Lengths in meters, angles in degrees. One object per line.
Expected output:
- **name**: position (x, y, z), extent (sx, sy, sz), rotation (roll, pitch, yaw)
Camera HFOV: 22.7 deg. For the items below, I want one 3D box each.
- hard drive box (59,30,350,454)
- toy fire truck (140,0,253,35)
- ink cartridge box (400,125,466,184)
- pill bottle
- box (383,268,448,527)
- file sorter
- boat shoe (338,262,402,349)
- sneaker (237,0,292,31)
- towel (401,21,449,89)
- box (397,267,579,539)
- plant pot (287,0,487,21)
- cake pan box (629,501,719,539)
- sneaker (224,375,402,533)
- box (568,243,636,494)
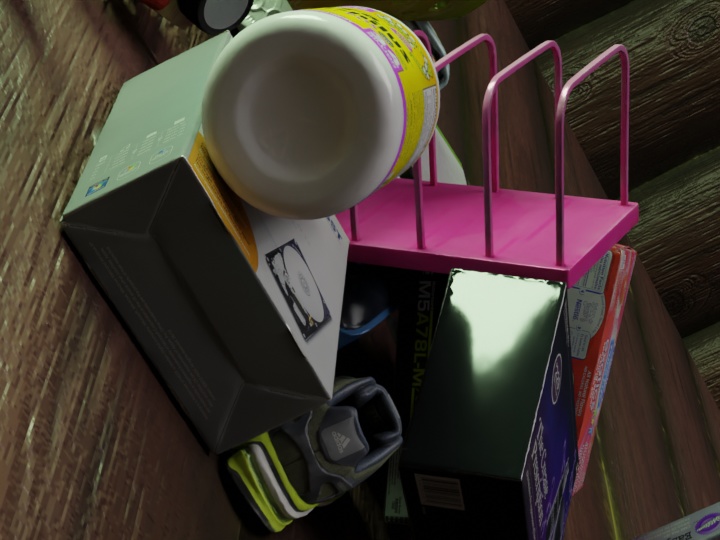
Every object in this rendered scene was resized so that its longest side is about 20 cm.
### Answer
- **hard drive box**: position (-0.078, -0.022, 0.994), extent (0.157, 0.076, 0.200), rotation (59, 14, -22)
- **toy fire truck**: position (-0.125, -0.268, 1.086), extent (0.129, 0.176, 0.200), rotation (43, 8, 34)
- **ink cartridge box**: position (0.038, -0.057, 1.491), extent (0.148, 0.075, 0.201), rotation (53, 19, -40)
- **pill bottle**: position (-0.013, -0.091, 0.977), extent (0.105, 0.104, 0.200), rotation (63, 13, -4)
- **box**: position (0.072, 0.083, 1.266), extent (0.193, 0.047, 0.202), rotation (25, 68, -66)
- **file sorter**: position (0.062, -0.080, 1.143), extent (0.139, 0.198, 0.127), rotation (-36, 129, -57)
- **boat shoe**: position (0.000, 0.000, 1.239), extent (0.069, 0.084, 0.200), rotation (60, 12, -3)
- **sneaker**: position (-0.057, -0.195, 1.420), extent (0.200, 0.080, 0.146), rotation (50, -4, -3)
- **towel**: position (0.006, -0.228, 1.415), extent (0.201, 0.048, 0.171), rotation (56, 8, -6)
- **box**: position (0.084, 0.117, 1.103), extent (0.201, 0.078, 0.142), rotation (78, 22, -52)
- **plant pot**: position (0.024, -0.289, 1.238), extent (0.180, 0.200, 0.201), rotation (-17, 80, -36)
- **cake pan box**: position (0.259, 0.303, 1.451), extent (0.201, 0.183, 0.052), rotation (60, 19, -20)
- **sneaker**: position (-0.010, 0.096, 1.028), extent (0.074, 0.080, 0.200), rotation (64, 14, -2)
- **box**: position (0.145, 0.069, 1.415), extent (0.095, 0.099, 0.202), rotation (2, 101, -74)
